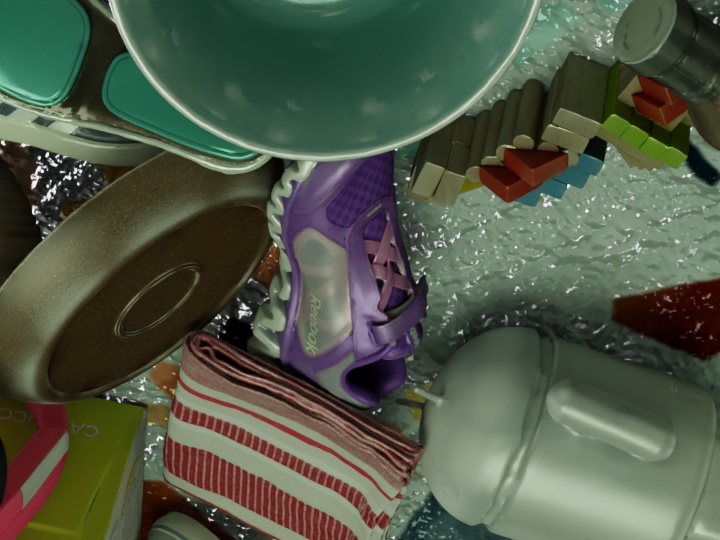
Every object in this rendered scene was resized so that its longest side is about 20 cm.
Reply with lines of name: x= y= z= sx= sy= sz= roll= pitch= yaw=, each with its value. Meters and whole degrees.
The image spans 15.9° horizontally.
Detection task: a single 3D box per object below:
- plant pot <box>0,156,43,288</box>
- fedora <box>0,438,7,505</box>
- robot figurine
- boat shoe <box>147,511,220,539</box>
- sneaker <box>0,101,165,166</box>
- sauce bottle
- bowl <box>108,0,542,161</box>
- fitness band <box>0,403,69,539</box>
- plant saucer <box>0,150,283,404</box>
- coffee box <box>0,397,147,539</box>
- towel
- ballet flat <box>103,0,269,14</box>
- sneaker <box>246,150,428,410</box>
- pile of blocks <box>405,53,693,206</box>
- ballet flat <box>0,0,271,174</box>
plant pot: x=-0.251 y=-0.035 z=1.363 sx=0.200 sy=0.201 sz=0.093 roll=11 pitch=93 yaw=2
fedora: x=-0.257 y=0.106 z=1.343 sx=0.200 sy=0.201 sz=0.092 roll=-18 pitch=169 yaw=26
robot figurine: x=0.117 y=0.099 z=1.417 sx=0.200 sy=0.113 sz=0.170 roll=19 pitch=157 yaw=-5
boat shoe: x=-0.081 y=0.236 z=1.548 sx=0.201 sy=0.071 sz=0.070 roll=53 pitch=151 yaw=19
sneaker: x=-0.155 y=-0.112 z=1.315 sx=0.200 sy=0.075 sz=0.085 roll=7 pitch=127 yaw=1
sauce bottle: x=0.204 y=-0.074 z=1.241 sx=0.200 sy=0.065 sz=0.065 roll=28 pitch=134 yaw=-35
bowl: x=-0.019 y=-0.162 z=1.192 sx=0.200 sy=0.105 sz=0.201 roll=-2 pitch=115 yaw=-5
fitness band: x=-0.249 y=0.108 z=1.449 sx=0.143 sy=0.200 sz=0.037 roll=22 pitch=136 yaw=19
plant saucer: x=-0.112 y=0.006 z=1.340 sx=0.032 sy=0.200 sz=0.200 roll=49 pitch=134 yaw=17
coffee box: x=-0.245 y=0.195 z=1.527 sx=0.199 sy=0.200 sz=0.198 roll=10 pitch=132 yaw=3
towel: x=-0.046 y=0.112 z=1.468 sx=0.144 sy=0.023 sz=0.200 roll=28 pitch=153 yaw=5
ballet flat: x=-0.097 y=-0.142 z=1.272 sx=0.200 sy=0.064 sz=0.076 roll=22 pitch=112 yaw=-9
sneaker: x=0.000 y=0.000 z=1.359 sx=0.088 sy=0.080 sz=0.200 roll=38 pitch=144 yaw=24
pile of blocks: x=0.109 y=-0.061 z=1.308 sx=0.200 sy=0.062 sz=0.082 roll=-24 pitch=123 yaw=30
ballet flat: x=-0.128 y=-0.100 z=1.258 sx=0.200 sy=0.069 sz=0.070 roll=24 pitch=133 yaw=2
